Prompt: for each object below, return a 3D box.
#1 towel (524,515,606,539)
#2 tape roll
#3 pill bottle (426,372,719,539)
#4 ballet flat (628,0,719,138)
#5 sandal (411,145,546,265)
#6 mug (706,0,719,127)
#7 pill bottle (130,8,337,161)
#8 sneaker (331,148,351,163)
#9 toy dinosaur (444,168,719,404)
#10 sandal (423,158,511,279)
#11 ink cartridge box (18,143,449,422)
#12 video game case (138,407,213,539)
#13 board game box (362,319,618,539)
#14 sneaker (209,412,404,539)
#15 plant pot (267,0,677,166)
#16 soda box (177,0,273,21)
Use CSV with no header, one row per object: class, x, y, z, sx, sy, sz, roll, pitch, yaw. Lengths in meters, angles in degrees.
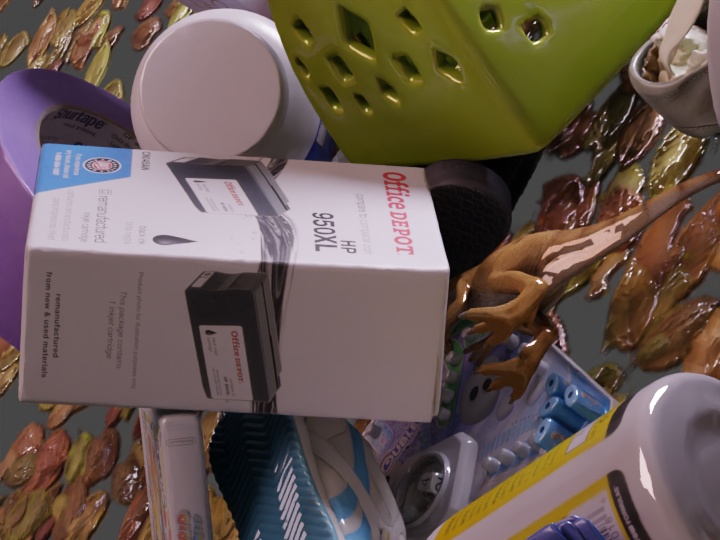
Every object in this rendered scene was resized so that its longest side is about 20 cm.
towel,0.063,0.192,1.111,0.200,0.145,0.024,-36,8,38
tape roll,-0.171,-0.025,1.687,0.085,0.200,0.200,-45,29,24
pill bottle,0.091,0.135,1.145,0.200,0.111,0.112,-37,33,37
ballet flat,0.207,-0.148,1.306,0.200,0.064,0.067,-48,27,19
sandal,0.043,-0.032,1.487,0.201,0.048,0.075,-58,25,2
mug,0.245,-0.074,1.071,0.175,0.147,0.201,11,104,32
pill bottle,-0.075,-0.093,1.599,0.112,0.112,0.200,-58,-6,1
sneaker,-0.035,-0.012,1.549,0.201,0.081,0.077,-62,2,-12
toy dinosaur,0.088,0.000,1.316,0.200,0.060,0.106,-23,33,39
sandal,0.001,0.000,1.450,0.200,0.076,0.043,-31,37,27
ink cartridge box,-0.062,0.004,1.319,0.145,0.199,0.085,-99,13,-67
video game case,-0.090,0.156,1.368,0.200,0.023,0.183,-175,79,-82
board game box,0.030,0.111,1.379,0.200,0.026,0.200,-56,26,5
sneaker,-0.014,0.138,1.293,0.076,0.081,0.200,-42,38,27
plant pot,0.050,-0.186,1.436,0.199,0.182,0.200,-48,21,-22
soda box,-0.074,-0.188,1.693,0.068,0.200,0.064,-1,62,61
